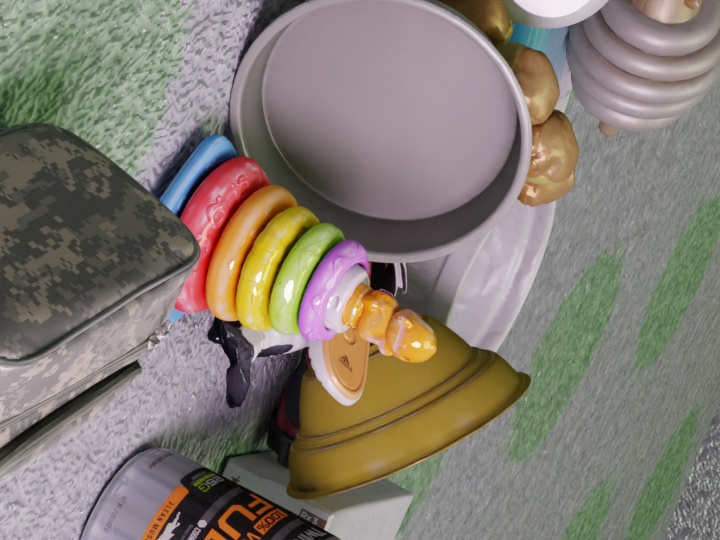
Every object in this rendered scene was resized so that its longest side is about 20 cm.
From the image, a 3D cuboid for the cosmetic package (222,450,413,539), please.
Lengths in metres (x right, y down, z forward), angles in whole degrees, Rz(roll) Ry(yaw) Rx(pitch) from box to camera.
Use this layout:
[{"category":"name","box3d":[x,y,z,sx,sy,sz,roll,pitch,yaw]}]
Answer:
[{"category":"cosmetic package","box3d":[-0.041,0.197,1.822,0.074,0.102,0.200,-67,160,9]}]

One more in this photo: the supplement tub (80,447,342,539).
[{"category":"supplement tub","box3d":[-0.087,0.216,1.567,0.123,0.200,0.123,-53,158,-32]}]

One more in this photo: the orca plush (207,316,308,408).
[{"category":"orca plush","box3d":[-0.073,0.046,1.588,0.071,0.105,0.200,-32,-163,24]}]

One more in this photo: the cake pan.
[{"category":"cake pan","box3d":[0.015,-0.098,1.471,0.037,0.200,0.201,-70,174,-56]}]

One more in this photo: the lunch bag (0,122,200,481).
[{"category":"lunch bag","box3d":[-0.197,0.036,1.164,0.200,0.139,0.168,-35,162,-54]}]

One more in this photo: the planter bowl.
[{"category":"planter bowl","box3d":[0.019,0.086,1.666,0.200,0.200,0.084,-35,102,-55]}]

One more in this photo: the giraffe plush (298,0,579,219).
[{"category":"giraffe plush","box3d":[0.036,-0.105,1.561,0.162,0.200,0.173,-30,133,-9]}]

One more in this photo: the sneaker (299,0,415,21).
[{"category":"sneaker","box3d":[0.045,-0.227,1.525,0.200,0.090,0.067,-50,154,-37]}]

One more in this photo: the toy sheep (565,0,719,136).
[{"category":"toy sheep","box3d":[0.223,-0.177,1.758,0.138,0.138,0.200,-50,160,-37]}]

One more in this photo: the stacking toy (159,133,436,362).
[{"category":"stacking toy","box3d":[-0.037,0.006,1.434,0.110,0.200,0.116,-56,159,-22]}]

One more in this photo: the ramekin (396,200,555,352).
[{"category":"ramekin","box3d":[0.069,-0.009,1.846,0.200,0.105,0.200,-53,158,-32]}]

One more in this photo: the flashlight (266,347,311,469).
[{"category":"flashlight","box3d":[-0.024,0.062,1.750,0.068,0.068,0.200,-28,141,-47]}]

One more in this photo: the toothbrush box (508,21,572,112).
[{"category":"toothbrush box","box3d":[0.108,-0.174,1.770,0.200,0.085,0.147,-30,140,-58]}]

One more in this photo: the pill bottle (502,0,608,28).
[{"category":"pill bottle","box3d":[0.131,-0.237,1.591,0.200,0.111,0.111,-87,-166,-69]}]

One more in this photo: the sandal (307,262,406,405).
[{"category":"sandal","box3d":[0.004,0.005,1.610,0.079,0.059,0.207,45,33,-42]}]
